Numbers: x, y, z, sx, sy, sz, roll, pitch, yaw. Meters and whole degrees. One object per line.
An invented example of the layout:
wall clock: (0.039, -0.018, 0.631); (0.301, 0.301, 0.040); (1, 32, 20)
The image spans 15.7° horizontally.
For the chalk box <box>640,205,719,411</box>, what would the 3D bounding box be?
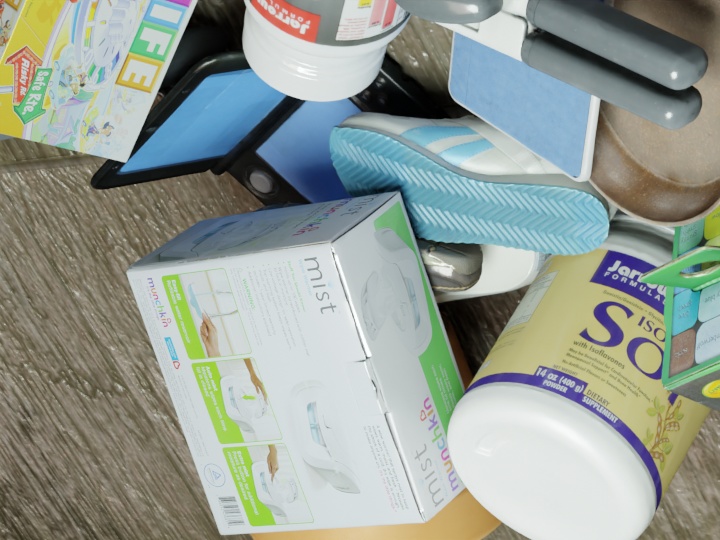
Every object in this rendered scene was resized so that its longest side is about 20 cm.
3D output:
chalk box: (0.263, 0.017, 1.573); (0.199, 0.125, 0.125); (24, 150, -28)

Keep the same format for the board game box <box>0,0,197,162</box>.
board game box: (-0.170, -0.177, 1.689); (0.034, 0.134, 0.201); (36, 107, 41)

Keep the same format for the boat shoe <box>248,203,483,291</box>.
boat shoe: (0.000, 0.000, 1.778); (0.199, 0.074, 0.074); (8, 112, 37)

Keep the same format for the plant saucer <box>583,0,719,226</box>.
plant saucer: (0.177, -0.127, 1.568); (0.200, 0.034, 0.201); (32, 131, 47)

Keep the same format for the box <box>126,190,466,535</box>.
box: (-0.035, 0.064, 1.723); (0.176, 0.097, 0.201); (-9, 108, 36)

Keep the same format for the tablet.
tablet: (0.107, -0.164, 1.603); (0.130, 0.014, 0.201); (37, 138, 36)

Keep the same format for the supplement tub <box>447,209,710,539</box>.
supplement tub: (0.159, 0.067, 1.695); (0.145, 0.200, 0.146); (22, 145, 17)

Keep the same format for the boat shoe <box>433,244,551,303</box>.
boat shoe: (0.054, -0.011, 1.816); (0.199, 0.068, 0.072); (-11, 84, 35)

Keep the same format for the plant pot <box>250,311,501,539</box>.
plant pot: (0.008, 0.110, 1.893); (0.199, 0.200, 0.141); (8, 117, 32)

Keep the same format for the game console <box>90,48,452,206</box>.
game console: (-0.058, -0.075, 1.796); (0.176, 0.117, 0.200); (42, 143, -6)

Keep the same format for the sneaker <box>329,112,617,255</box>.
sneaker: (0.077, -0.067, 1.712); (0.199, 0.081, 0.077); (14, 134, 15)

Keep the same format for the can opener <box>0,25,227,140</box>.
can opener: (-0.180, -0.137, 1.777); (0.053, 0.199, 0.067); (59, 138, 18)

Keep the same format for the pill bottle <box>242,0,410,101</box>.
pill bottle: (-0.014, -0.206, 1.625); (0.115, 0.116, 0.200); (28, 141, 11)

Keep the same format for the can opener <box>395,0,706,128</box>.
can opener: (0.105, -0.135, 1.528); (0.199, 0.067, 0.054); (28, 130, 32)
